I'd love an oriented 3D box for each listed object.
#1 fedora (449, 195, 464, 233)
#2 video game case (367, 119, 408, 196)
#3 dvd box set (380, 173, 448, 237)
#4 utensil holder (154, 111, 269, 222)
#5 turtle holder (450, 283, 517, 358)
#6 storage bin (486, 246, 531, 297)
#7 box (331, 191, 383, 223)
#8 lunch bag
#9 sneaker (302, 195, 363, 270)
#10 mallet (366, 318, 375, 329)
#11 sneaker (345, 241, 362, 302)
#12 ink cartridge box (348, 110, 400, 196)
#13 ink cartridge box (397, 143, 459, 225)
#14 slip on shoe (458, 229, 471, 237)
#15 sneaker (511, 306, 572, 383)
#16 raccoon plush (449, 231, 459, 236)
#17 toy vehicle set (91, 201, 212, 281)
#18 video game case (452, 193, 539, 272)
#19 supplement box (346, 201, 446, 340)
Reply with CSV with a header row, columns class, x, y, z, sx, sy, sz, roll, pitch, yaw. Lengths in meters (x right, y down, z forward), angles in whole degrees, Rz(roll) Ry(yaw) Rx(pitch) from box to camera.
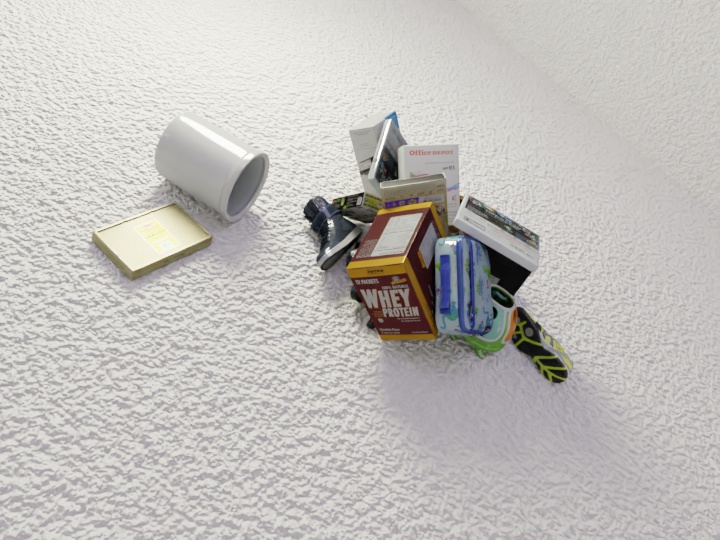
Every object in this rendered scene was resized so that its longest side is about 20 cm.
class,x,y,z,sx,sy,sz,roll,pitch,yaw
fedora,0.264,-0.139,1.564,0.197,0.083,0.202,17,35,-12
video game case,0.094,-0.257,1.472,0.200,0.023,0.185,44,55,-49
dvd box set,0.125,-0.112,1.262,0.143,0.203,0.030,-8,35,3
utensil holder,-0.329,-0.231,1.251,0.198,0.172,0.170,30,39,7
turtle holder,0.276,0.089,1.288,0.139,0.133,0.187,-11,53,-37
storage bin,0.317,-0.003,1.355,0.133,0.202,0.094,25,38,-3
box,0.012,-0.148,1.353,0.108,0.035,0.199,16,-5,-24
lunch bag,0.212,0.035,1.161,0.160,0.081,0.205,16,71,-53
sneaker,-0.089,-0.090,1.297,0.146,0.077,0.202,42,30,-1
mallet,0.060,0.061,1.273,0.065,0.041,0.202,24,44,-8
sneaker,0.000,0.000,1.281,0.080,0.075,0.201,21,32,2
ink cartridge box,0.057,-0.308,1.526,0.083,0.203,0.145,0,28,31
ink cartridge box,0.171,-0.213,1.415,0.141,0.205,0.085,-3,5,-4
slip on shoe,0.323,-0.037,1.469,0.199,0.060,0.077,38,54,-12
sneaker,0.426,0.174,1.343,0.076,0.075,0.202,-14,65,-48
raccoon plush,0.225,-0.028,1.410,0.132,0.098,0.201,2,41,-33
toy vehicle set,-0.413,-0.065,1.132,0.124,0.027,0.199,41,41,15
video game case,0.303,-0.087,1.237,0.198,0.024,0.182,31,30,3
supplement box,0.097,0.004,1.176,0.131,0.199,0.201,-5,37,32
